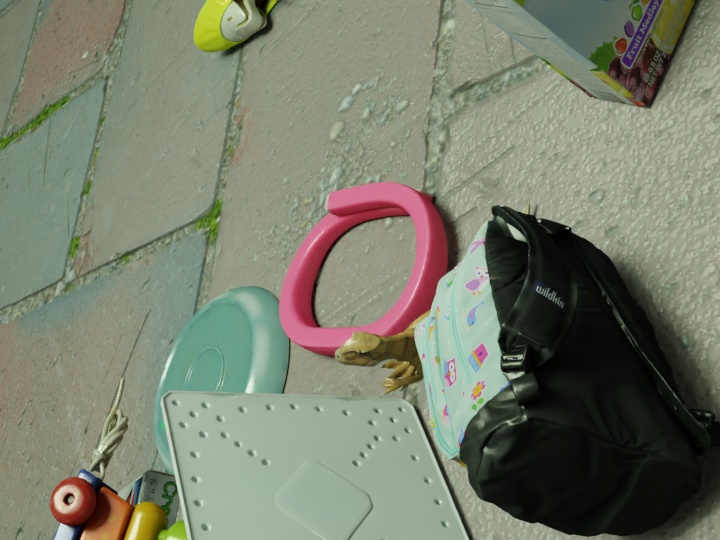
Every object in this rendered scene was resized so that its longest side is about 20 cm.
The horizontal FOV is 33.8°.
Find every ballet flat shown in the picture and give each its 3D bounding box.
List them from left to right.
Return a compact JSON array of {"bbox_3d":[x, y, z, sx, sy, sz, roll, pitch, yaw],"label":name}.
[{"bbox_3d":[-0.114,-0.306,1.306,0.200,0.066,0.067,-47,52,21],"label":"ballet flat"}]

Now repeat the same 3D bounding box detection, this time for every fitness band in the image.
[{"bbox_3d":[0.000,0.000,0.995,0.198,0.037,0.146,-6,65,52],"label":"fitness band"}]

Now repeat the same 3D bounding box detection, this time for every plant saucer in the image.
[{"bbox_3d":[-0.140,0.106,1.119,0.199,0.027,0.203,-31,47,38],"label":"plant saucer"}]

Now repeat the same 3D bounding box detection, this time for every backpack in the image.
[{"bbox_3d":[0.109,0.056,0.728,0.127,0.165,0.202,-49,32,28],"label":"backpack"}]

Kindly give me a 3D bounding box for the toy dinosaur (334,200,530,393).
[{"bbox_3d":[0.066,0.042,0.849,0.060,0.199,0.107,40,138,23],"label":"toy dinosaur"}]

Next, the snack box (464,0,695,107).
[{"bbox_3d":[0.152,-0.232,0.801,0.067,0.198,0.171,22,87,54],"label":"snack box"}]

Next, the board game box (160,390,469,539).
[{"bbox_3d":[-0.028,0.164,0.801,0.201,0.197,0.026,-113,36,-46],"label":"board game box"}]

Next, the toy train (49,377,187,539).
[{"bbox_3d":[-0.162,0.185,0.870,0.114,0.085,0.203,13,70,13],"label":"toy train"}]

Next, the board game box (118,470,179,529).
[{"bbox_3d":[-0.193,0.273,0.954,0.126,0.034,0.203,142,141,-60],"label":"board game box"}]
